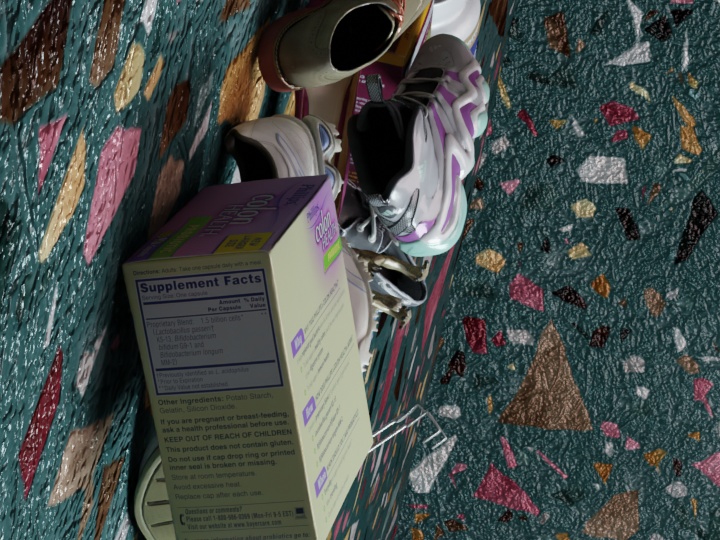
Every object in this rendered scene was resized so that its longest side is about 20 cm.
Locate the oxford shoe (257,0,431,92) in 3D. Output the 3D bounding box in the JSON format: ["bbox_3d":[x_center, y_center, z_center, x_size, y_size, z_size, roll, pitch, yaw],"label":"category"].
[{"bbox_3d":[0.012,-0.187,1.370,0.200,0.075,0.071,-43,124,-38],"label":"oxford shoe"}]

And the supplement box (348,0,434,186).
[{"bbox_3d":[0.007,-0.161,1.607,0.200,0.085,0.111,95,13,-50],"label":"supplement box"}]

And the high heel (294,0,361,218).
[{"bbox_3d":[-0.022,-0.126,1.424,0.096,0.067,0.201,46,-59,50],"label":"high heel"}]

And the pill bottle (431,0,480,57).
[{"bbox_3d":[0.054,-0.228,1.722,0.200,0.115,0.116,90,16,-63],"label":"pill bottle"}]

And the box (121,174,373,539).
[{"bbox_3d":[-0.068,0.059,1.198,0.176,0.096,0.201,-57,141,-68],"label":"box"}]

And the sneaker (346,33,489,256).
[{"bbox_3d":[0.039,-0.126,1.435,0.140,0.077,0.201,43,44,-50],"label":"sneaker"}]

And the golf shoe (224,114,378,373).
[{"bbox_3d":[-0.052,-0.014,1.304,0.097,0.078,0.201,0,71,-49],"label":"golf shoe"}]

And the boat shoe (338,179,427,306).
[{"bbox_3d":[-0.002,-0.035,1.577,0.200,0.067,0.072,59,44,-38],"label":"boat shoe"}]

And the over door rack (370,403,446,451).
[{"bbox_3d":[-0.021,0.169,1.759,0.148,0.199,0.067,49,19,-81],"label":"over door rack"}]

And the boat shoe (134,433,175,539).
[{"bbox_3d":[-0.127,0.165,1.341,0.201,0.074,0.069,94,-7,-48],"label":"boat shoe"}]

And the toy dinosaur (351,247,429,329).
[{"bbox_3d":[0.000,0.000,1.470,0.058,0.101,0.200,-64,169,-4],"label":"toy dinosaur"}]
